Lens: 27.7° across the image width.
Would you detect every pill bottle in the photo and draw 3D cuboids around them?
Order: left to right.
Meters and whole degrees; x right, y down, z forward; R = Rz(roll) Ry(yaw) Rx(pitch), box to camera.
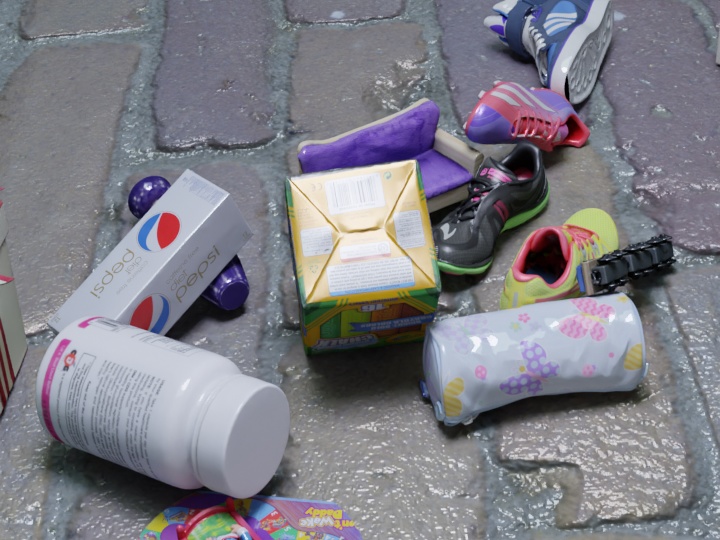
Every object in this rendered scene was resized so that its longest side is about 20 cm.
[{"bbox_3d":[-0.165,0.116,1.221,0.198,0.115,0.113,15,42,30],"label":"pill bottle"}]

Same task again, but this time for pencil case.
[{"bbox_3d":[0.151,0.075,1.284,0.197,0.084,0.092,-11,59,-8],"label":"pencil case"}]

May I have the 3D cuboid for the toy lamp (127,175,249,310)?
[{"bbox_3d":[-0.170,-0.027,1.458,0.058,0.059,0.200,-22,43,-22],"label":"toy lamp"}]

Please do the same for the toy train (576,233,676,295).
[{"bbox_3d":[0.245,-0.007,1.358,0.045,0.035,0.199,-8,3,30],"label":"toy train"}]

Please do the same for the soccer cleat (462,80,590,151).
[{"bbox_3d":[0.178,-0.157,1.541,0.076,0.067,0.199,37,24,22],"label":"soccer cleat"}]

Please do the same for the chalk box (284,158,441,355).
[{"bbox_3d":[0.000,0.000,1.331,0.123,0.200,0.126,-8,71,-3],"label":"chalk box"}]

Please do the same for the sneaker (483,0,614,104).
[{"bbox_3d":[0.206,-0.263,1.708,0.144,0.081,0.201,8,41,23],"label":"sneaker"}]

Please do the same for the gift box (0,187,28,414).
[{"bbox_3d":[-0.386,0.033,1.287,0.197,0.189,0.186,-4,34,1],"label":"gift box"}]

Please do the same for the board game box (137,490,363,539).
[{"bbox_3d":[-0.092,0.224,1.150,0.197,0.039,0.159,4,39,9],"label":"board game box"}]

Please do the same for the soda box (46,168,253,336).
[{"bbox_3d":[-0.193,0.007,1.355,0.063,0.068,0.200,30,71,35],"label":"soda box"}]

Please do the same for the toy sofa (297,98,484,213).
[{"bbox_3d":[0.027,-0.094,1.475,0.198,0.099,0.083,-23,41,-34],"label":"toy sofa"}]

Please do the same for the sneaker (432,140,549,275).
[{"bbox_3d":[0.122,-0.066,1.460,0.076,0.085,0.200,19,44,27],"label":"sneaker"}]

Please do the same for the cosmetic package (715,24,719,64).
[{"bbox_3d":[0.523,-0.262,1.684,0.198,0.074,0.103,22,45,30],"label":"cosmetic package"}]

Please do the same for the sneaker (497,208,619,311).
[{"bbox_3d":[0.193,-0.011,1.382,0.077,0.091,0.200,16,41,25],"label":"sneaker"}]
